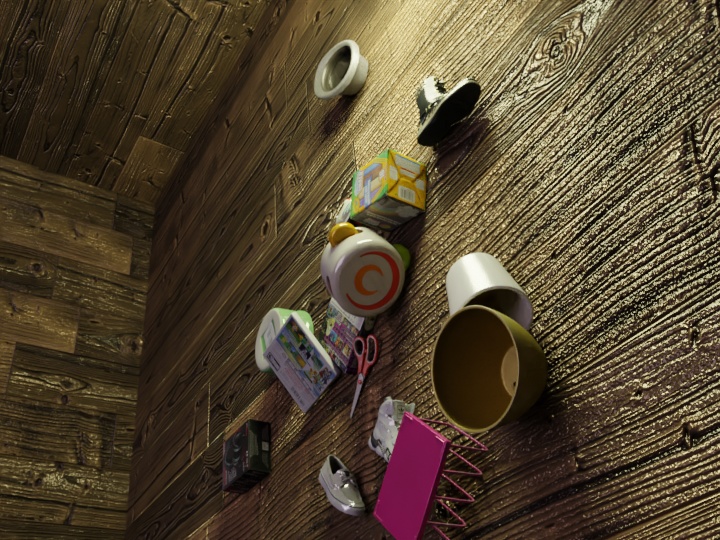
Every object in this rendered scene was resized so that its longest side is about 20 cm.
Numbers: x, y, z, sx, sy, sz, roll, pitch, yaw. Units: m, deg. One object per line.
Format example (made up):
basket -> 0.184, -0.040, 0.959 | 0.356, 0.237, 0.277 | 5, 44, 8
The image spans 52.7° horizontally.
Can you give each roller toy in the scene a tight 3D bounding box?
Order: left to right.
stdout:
roller toy -> 0.000, 0.000, 1.684 | 0.186, 0.196, 0.140 | -68, 25, 12

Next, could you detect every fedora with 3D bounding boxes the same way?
fedora -> -0.045, -0.582, 2.162 | 0.198, 0.089, 0.182 | -23, 57, 46

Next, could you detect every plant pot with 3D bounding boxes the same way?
plant pot -> 0.234, 0.169, 1.226 | 0.198, 0.139, 0.206 | -14, 71, 50

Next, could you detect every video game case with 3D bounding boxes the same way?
video game case -> -0.157, 0.242, 1.897 | 0.201, 0.022, 0.183 | 51, 127, 16
video game case -> -0.034, 0.137, 1.833 | 0.199, 0.035, 0.185 | 36, 107, 60

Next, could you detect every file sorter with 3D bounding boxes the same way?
file sorter -> 0.133, 0.388, 1.325 | 0.138, 0.123, 0.205 | 22, 95, 59

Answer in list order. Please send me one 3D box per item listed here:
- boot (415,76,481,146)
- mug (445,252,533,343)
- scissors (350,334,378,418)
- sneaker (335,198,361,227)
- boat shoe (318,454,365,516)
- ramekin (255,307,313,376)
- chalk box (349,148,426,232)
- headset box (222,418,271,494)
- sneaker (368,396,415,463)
boot -> 0.192, -0.404, 1.678 | 0.203, 0.072, 0.157 | -44, 38, 42
mug -> 0.213, 0.061, 1.342 | 0.188, 0.147, 0.155 | -51, 28, 23
scissors -> 0.007, 0.253, 1.718 | 0.072, 0.014, 0.206 | 3, 89, 33
sneaker -> -0.012, -0.168, 1.913 | 0.200, 0.069, 0.095 | -50, 42, 40
boat shoe -> -0.042, 0.479, 1.637 | 0.199, 0.072, 0.067 | 26, 102, 60
ramekin -> -0.221, 0.204, 2.061 | 0.199, 0.096, 0.205 | -36, 46, 48
chalk box -> 0.054, -0.181, 1.751 | 0.198, 0.122, 0.127 | -25, 54, 52
headset box -> -0.337, 0.546, 2.113 | 0.200, 0.076, 0.152 | -43, 41, 40
sneaker -> 0.083, 0.331, 1.489 | 0.199, 0.073, 0.118 | 10, 87, 64
